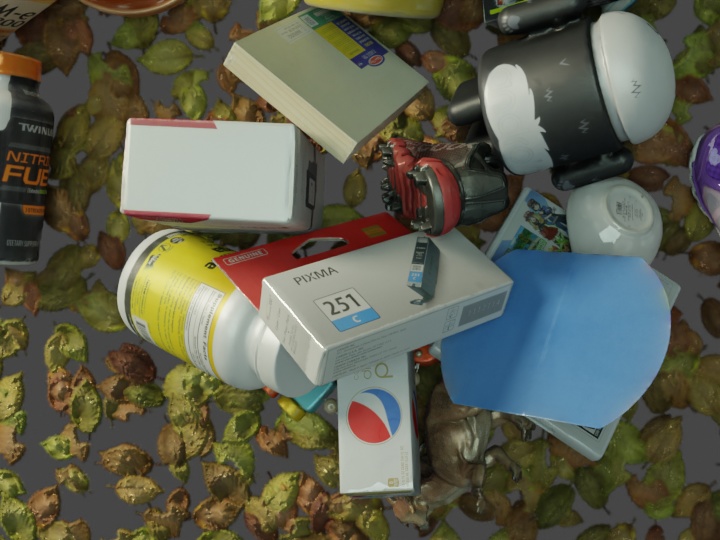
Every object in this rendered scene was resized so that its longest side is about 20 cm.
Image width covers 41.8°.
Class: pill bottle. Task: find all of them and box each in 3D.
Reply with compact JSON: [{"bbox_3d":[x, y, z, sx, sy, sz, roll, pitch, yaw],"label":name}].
[{"bbox_3d":[-0.358,-0.111,0.919,0.105,0.106,0.202,7,93,4],"label":"pill bottle"},{"bbox_3d":[-0.121,0.040,0.866,0.199,0.112,0.113,21,95,34],"label":"pill bottle"}]

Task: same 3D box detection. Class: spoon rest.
[{"bbox_3d":[0.234,-0.005,0.877,0.099,0.061,0.201,18,57,-7],"label":"spoon rest"}]

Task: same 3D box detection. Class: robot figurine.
[{"bbox_3d":[0.183,-0.159,0.859,0.198,0.150,0.126,-14,65,24],"label":"robot figurine"}]

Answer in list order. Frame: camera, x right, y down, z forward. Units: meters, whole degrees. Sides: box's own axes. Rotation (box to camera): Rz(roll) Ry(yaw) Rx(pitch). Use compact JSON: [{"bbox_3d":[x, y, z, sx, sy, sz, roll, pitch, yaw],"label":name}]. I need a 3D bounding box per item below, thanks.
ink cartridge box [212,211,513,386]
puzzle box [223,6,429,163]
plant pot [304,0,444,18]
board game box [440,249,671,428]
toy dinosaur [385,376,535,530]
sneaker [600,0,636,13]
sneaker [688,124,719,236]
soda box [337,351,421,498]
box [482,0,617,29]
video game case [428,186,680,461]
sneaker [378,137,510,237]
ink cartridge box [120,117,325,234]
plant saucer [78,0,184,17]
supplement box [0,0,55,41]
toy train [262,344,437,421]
[{"bbox_3d":[0.000,0.000,0.807,0.176,0.199,0.045,45,138,36],"label":"ink cartridge box"},{"bbox_3d":[-0.023,-0.177,0.853,0.133,0.200,0.025,39,123,2],"label":"puzzle box"},{"bbox_3d":[0.018,-0.331,0.849,0.199,0.201,0.191,8,109,4],"label":"plant pot"},{"bbox_3d":[0.168,0.061,0.804,0.199,0.039,0.159,5,59,35],"label":"board game box"},{"bbox_3d":[0.087,0.158,0.917,0.135,0.086,0.202,10,77,34],"label":"toy dinosaur"},{"bbox_3d":[0.250,-0.344,0.881,0.130,0.080,0.201,35,85,0],"label":"sneaker"},{"bbox_3d":[0.370,-0.042,0.880,0.080,0.088,0.202,-16,90,6],"label":"sneaker"},{"bbox_3d":[0.016,0.103,0.862,0.067,0.064,0.202,-5,74,8],"label":"soda box"},{"bbox_3d":[0.199,-0.320,0.847,0.199,0.044,0.162,-8,87,37],"label":"box"},{"bbox_3d":[0.186,0.045,0.885,0.182,0.022,0.201,33,66,2],"label":"video game case"},{"bbox_3d":[0.075,-0.082,0.854,0.097,0.200,0.072,-10,108,-11],"label":"sneaker"},{"bbox_3d":[-0.115,-0.079,0.857,0.144,0.200,0.084,2,90,5],"label":"ink cartridge box"},{"bbox_3d":[-0.226,-0.353,0.936,0.198,0.032,0.202,0,93,3],"label":"plant saucer"},{"bbox_3d":[-0.379,-0.260,0.887,0.199,0.126,0.074,-29,90,17],"label":"supplement box"},{"bbox_3d":[0.000,0.085,0.933,0.198,0.056,0.152,2,74,11],"label":"toy train"}]
